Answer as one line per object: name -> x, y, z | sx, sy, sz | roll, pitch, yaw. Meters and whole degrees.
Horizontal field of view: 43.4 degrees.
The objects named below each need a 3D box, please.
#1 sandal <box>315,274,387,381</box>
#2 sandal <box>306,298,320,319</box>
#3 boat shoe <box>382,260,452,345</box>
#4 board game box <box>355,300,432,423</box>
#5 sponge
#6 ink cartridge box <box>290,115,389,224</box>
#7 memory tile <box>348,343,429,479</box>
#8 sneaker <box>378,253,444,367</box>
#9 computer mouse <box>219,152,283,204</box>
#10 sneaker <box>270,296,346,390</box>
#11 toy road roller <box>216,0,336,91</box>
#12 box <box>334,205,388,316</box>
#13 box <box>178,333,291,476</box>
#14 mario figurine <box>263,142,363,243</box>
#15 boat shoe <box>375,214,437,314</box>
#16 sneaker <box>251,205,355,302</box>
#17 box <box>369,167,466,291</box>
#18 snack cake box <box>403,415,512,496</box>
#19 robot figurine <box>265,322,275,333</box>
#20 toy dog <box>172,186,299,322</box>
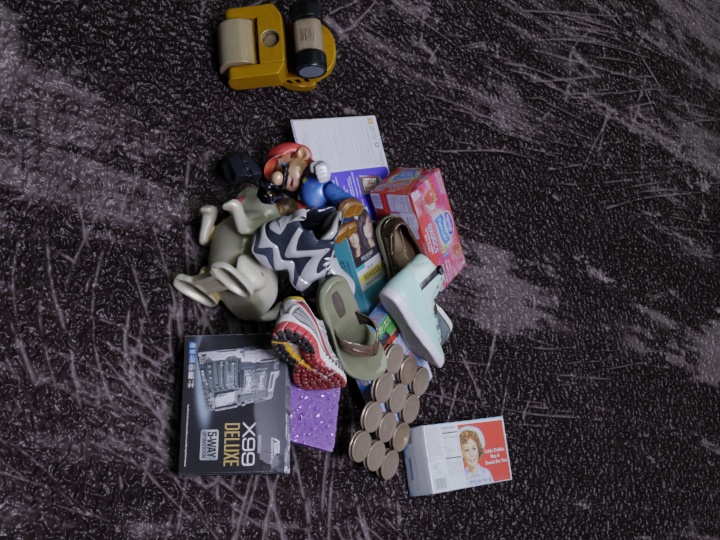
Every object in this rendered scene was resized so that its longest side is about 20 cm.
sandal -> -0.007, 0.095, 1.353 | 0.080, 0.057, 0.202 | -50, 133, -27
sandal -> -0.052, 0.033, 1.455 | 0.074, 0.045, 0.201 | 28, 23, -28
boat shoe -> 0.090, 0.065, 1.610 | 0.200, 0.072, 0.062 | 48, 50, -23
board game box -> 0.051, 0.158, 1.524 | 0.152, 0.036, 0.202 | -51, 136, -36
sponge -> -0.081, 0.170, 1.401 | 0.110, 0.030, 0.204 | 19, 67, -35
ink cartridge box -> -0.033, -0.173, 1.602 | 0.198, 0.043, 0.202 | -10, 84, -41
memory tile -> 0.049, 0.234, 1.495 | 0.153, 0.017, 0.203 | 40, 67, -49
sneaker -> 0.116, 0.066, 1.488 | 0.118, 0.073, 0.202 | -47, 131, -20
computer mouse -> -0.169, -0.148, 1.409 | 0.058, 0.200, 0.035 | -6, 116, -30
sneaker -> -0.068, 0.111, 1.320 | 0.201, 0.076, 0.083 | 67, 22, -51
toy road roller -> -0.140, -0.368, 1.549 | 0.196, 0.146, 0.125 | -6, 78, 0
box -> 0.000, 0.000, 1.536 | 0.082, 0.049, 0.203 | -35, 114, -50
box -> -0.181, 0.197, 1.322 | 0.155, 0.050, 0.204 | -1, 74, 5
mario figurine -> -0.093, -0.128, 1.454 | 0.200, 0.124, 0.106 | 42, 9, 28
boat shoe -> 0.084, 0.006, 1.533 | 0.074, 0.075, 0.205 | -31, 108, -18
sneaker -> -0.050, -0.028, 1.335 | 0.198, 0.129, 0.080 | 38, 39, -29
box -> 0.104, -0.074, 1.604 | 0.095, 0.099, 0.203 | -41, 124, -37
snack cake box -> 0.172, 0.326, 1.599 | 0.197, 0.067, 0.117 | 2, 74, -37
robot figurine -> -0.085, 0.139, 1.462 | 0.198, 0.058, 0.147 | -24, 91, -40
toy dog -> -0.166, -0.039, 1.404 | 0.193, 0.139, 0.203 | 33, 57, -26
